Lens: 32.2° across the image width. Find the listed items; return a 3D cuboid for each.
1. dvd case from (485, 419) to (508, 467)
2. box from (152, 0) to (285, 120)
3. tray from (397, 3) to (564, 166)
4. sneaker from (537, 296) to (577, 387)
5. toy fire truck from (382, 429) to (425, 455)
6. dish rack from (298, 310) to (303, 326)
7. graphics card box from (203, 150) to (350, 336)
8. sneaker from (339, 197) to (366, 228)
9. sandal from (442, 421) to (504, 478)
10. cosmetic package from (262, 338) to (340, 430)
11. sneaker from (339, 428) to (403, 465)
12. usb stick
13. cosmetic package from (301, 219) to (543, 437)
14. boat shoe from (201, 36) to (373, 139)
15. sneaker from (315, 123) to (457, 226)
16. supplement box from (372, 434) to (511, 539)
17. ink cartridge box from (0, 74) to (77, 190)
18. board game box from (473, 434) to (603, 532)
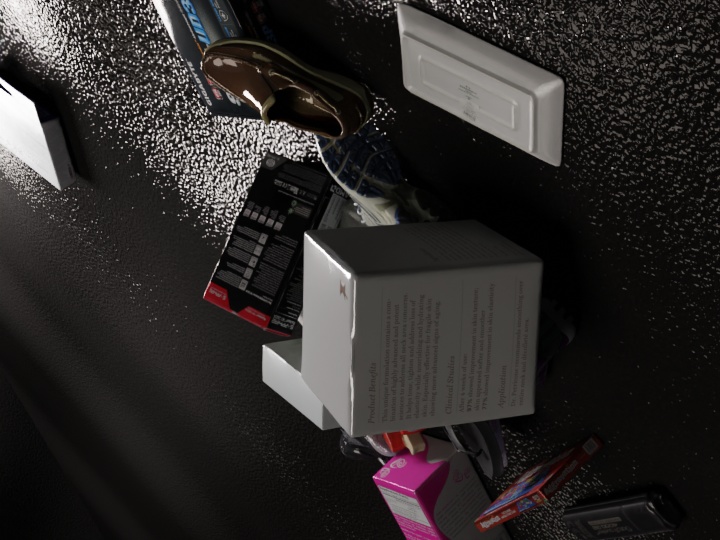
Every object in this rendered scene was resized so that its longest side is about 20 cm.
[{"bbox_3d":[0.123,0.133,1.514,0.143,0.018,0.200,48,160,48],"label":"dvd case"},{"bbox_3d":[-0.158,-0.271,1.437,0.159,0.046,0.200,13,136,49],"label":"box"},{"bbox_3d":[0.107,-0.174,1.186,0.200,0.022,0.108,32,149,31],"label":"tray"},{"bbox_3d":[0.166,0.102,1.375,0.074,0.087,0.200,43,152,14],"label":"sneaker"},{"bbox_3d":[0.057,0.189,1.634,0.200,0.049,0.141,-138,28,-72],"label":"toy fire truck"},{"bbox_3d":[-0.045,0.070,1.602,0.172,0.044,0.200,50,-174,-2],"label":"dish rack"},{"bbox_3d":[-0.099,-0.034,1.499,0.125,0.200,0.051,23,-179,42],"label":"graphics card box"},{"bbox_3d":[0.000,0.000,1.494,0.074,0.085,0.200,37,152,37],"label":"sneaker"},{"bbox_3d":[0.108,0.170,1.506,0.200,0.043,0.076,57,165,23],"label":"sandal"},{"bbox_3d":[0.010,0.115,1.408,0.151,0.200,0.052,27,119,57],"label":"cosmetic package"},{"bbox_3d":[-0.022,0.207,1.806,0.200,0.075,0.114,43,151,10],"label":"sneaker"},{"bbox_3d":[0.305,0.290,1.467,0.055,0.033,0.200,44,153,-5],"label":"usb stick"},{"bbox_3d":[0.058,0.051,1.258,0.166,0.199,0.168,-139,48,-64],"label":"cosmetic package"},{"bbox_3d":[-0.090,-0.194,1.340,0.202,0.075,0.075,18,134,16],"label":"boat shoe"},{"bbox_3d":[0.016,-0.083,1.385,0.200,0.077,0.085,49,157,4],"label":"sneaker"},{"bbox_3d":[0.119,0.340,1.736,0.103,0.101,0.200,9,132,53],"label":"supplement box"},{"bbox_3d":[-0.564,-0.256,2.081,0.196,0.043,0.200,36,148,28],"label":"ink cartridge box"},{"bbox_3d":[0.209,0.257,1.490,0.019,0.103,0.200,50,153,6],"label":"board game box"}]
